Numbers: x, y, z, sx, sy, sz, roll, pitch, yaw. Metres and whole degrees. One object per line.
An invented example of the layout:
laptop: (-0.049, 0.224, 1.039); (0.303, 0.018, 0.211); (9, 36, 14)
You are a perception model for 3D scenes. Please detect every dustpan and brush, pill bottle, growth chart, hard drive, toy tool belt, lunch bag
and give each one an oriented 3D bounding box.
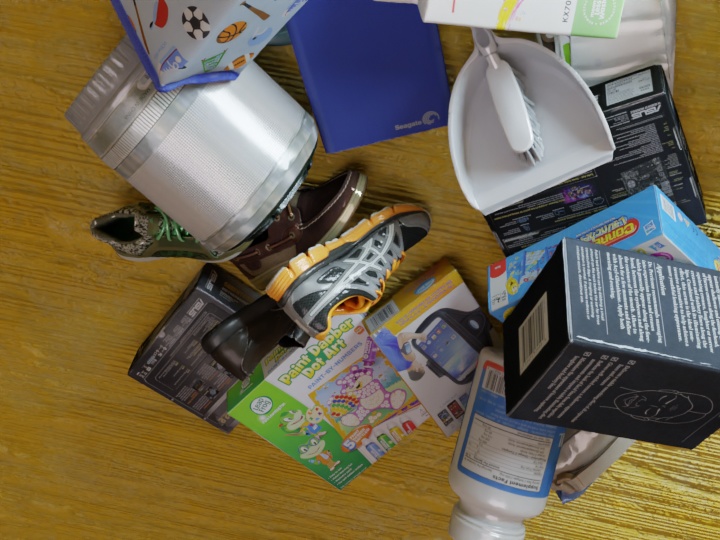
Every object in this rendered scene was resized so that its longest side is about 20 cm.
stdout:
dustpan and brush: (0.121, -0.168, 0.780); (0.137, 0.057, 0.204); (-22, 80, 25)
pill bottle: (0.156, 0.194, 0.967); (0.110, 0.112, 0.205); (15, 94, 0)
growth chart: (0.214, -0.192, 0.796); (0.141, 0.018, 0.203); (2, 130, 12)
hard drive: (0.005, -0.205, 0.802); (0.129, 0.026, 0.203); (-12, 131, 7)
toy tool belt: (0.241, 0.215, 1.055); (0.122, 0.126, 0.200); (30, 110, -39)
lunch bag: (-0.124, -0.274, 0.696); (0.169, 0.123, 0.203); (-36, 83, 36)

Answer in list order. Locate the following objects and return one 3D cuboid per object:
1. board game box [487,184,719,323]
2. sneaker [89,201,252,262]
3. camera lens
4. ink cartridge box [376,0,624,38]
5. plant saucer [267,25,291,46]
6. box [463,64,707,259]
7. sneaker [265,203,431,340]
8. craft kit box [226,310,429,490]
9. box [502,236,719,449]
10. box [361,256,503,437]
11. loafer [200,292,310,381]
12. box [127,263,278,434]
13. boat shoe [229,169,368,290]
board game box: (0.260, 0.026, 0.898); (0.198, 0.057, 0.194); (32, 136, -33)
sneaker: (-0.199, -0.044, 0.950); (0.195, 0.088, 0.079); (-8, 87, 21)
camera lens: (-0.149, -0.131, 0.833); (0.199, 0.162, 0.159); (41, 127, -19)
ink cartridge box: (0.108, -0.252, 0.700); (0.195, 0.068, 0.120); (3, 117, -3)
plant saucer: (-0.091, -0.284, 0.784); (0.195, 0.028, 0.203); (7, 131, 7)
box: (0.208, -0.088, 0.851); (0.196, 0.044, 0.161); (-16, 131, 26)
sneaker: (0.000, 0.000, 0.904); (0.078, 0.198, 0.078); (53, 152, 10)
craft kit box: (-0.023, 0.145, 1.067); (0.200, 0.049, 0.197); (-42, 117, 16)
box: (0.247, 0.072, 0.821); (0.195, 0.109, 0.149); (12, 145, -9)
box: (0.102, 0.097, 1.017); (0.118, 0.042, 0.201); (-36, 117, 2)
loafer: (-0.075, 0.049, 0.961); (0.072, 0.198, 0.073); (57, 156, -3)
box: (-0.175, 0.101, 1.111); (0.157, 0.049, 0.200); (32, 129, -16)
boat shoe: (-0.074, -0.052, 0.948); (0.072, 0.073, 0.199); (38, 134, -21)
